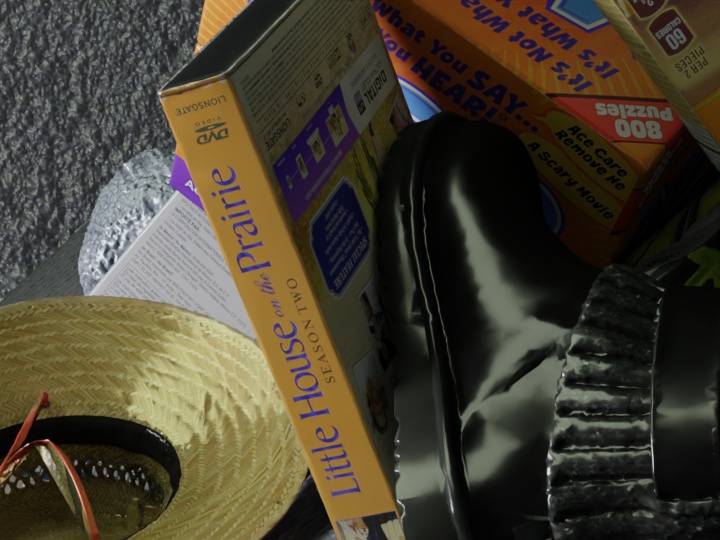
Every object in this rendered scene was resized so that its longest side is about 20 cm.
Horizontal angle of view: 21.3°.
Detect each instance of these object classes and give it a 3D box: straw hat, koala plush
[{"bbox_3d":[-0.119,0.099,0.762,0.199,0.086,0.202,1,34,-1],"label":"straw hat"},{"bbox_3d":[-0.066,0.024,1.100,0.177,0.184,0.200,-41,24,-6],"label":"koala plush"}]

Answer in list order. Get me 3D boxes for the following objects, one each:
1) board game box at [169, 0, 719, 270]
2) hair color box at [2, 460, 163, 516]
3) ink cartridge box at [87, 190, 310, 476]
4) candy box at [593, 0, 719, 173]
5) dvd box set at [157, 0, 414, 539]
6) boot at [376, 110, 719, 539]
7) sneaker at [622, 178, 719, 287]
[{"bbox_3d":[0.064,-0.095,0.839,0.200,0.199,0.201,-45,-15,-35],"label":"board game box"},{"bbox_3d":[-0.156,0.126,0.846,0.061,0.198,0.101,-94,14,-76],"label":"hair color box"},{"bbox_3d":[-0.056,0.030,0.967,0.200,0.136,0.076,-50,-13,3],"label":"ink cartridge box"},{"bbox_3d":[0.163,-0.084,0.671,0.115,0.200,0.055,-38,11,5],"label":"candy box"},{"bbox_3d":[0.000,0.000,0.683,0.029,0.201,0.147,-13,21,22],"label":"dvd box set"},{"bbox_3d":[0.093,0.013,0.641,0.157,0.080,0.212,-18,48,18],"label":"boot"},{"bbox_3d":[0.156,-0.015,0.751,0.199,0.076,0.076,-37,12,4],"label":"sneaker"}]
